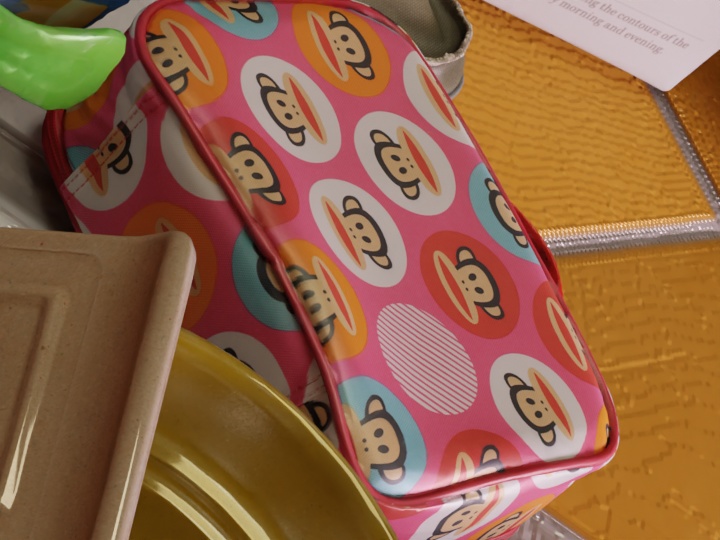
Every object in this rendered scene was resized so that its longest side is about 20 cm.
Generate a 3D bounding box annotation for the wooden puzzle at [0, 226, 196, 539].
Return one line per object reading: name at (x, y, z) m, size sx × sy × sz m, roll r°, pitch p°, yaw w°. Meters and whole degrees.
wooden puzzle at (-0.146, 0.069, 0.685) m, size 0.046 × 0.199 × 0.186 m, roll 72°, pitch 25°, yaw -52°

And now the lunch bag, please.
lunch bag at (0.000, 0.000, 0.962) m, size 0.176 × 0.082 × 0.200 m, roll -7°, pitch 64°, yaw -48°

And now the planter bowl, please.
planter bowl at (-0.077, 0.113, 0.789) m, size 0.200 × 0.083 × 0.201 m, roll 27°, pitch 43°, yaw -28°

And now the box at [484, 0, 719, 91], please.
box at (0.100, -0.224, 1.176) m, size 0.199 × 0.171 × 0.200 m, roll 23°, pitch 45°, yaw -31°

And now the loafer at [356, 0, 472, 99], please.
loafer at (-0.026, -0.143, 1.065) m, size 0.200 × 0.070 × 0.075 m, roll 46°, pitch 38°, yaw -5°

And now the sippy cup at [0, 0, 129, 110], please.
sippy cup at (-0.134, -0.132, 0.910) m, size 0.130 × 0.139 × 0.178 m, roll 14°, pitch 72°, yaw -50°
